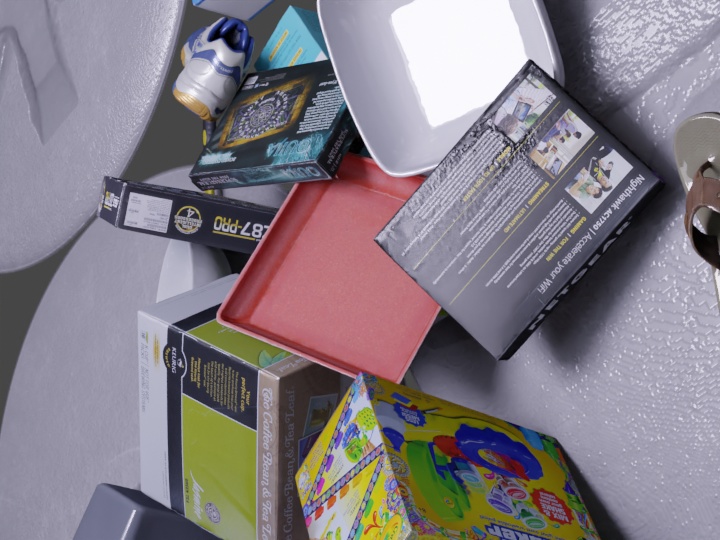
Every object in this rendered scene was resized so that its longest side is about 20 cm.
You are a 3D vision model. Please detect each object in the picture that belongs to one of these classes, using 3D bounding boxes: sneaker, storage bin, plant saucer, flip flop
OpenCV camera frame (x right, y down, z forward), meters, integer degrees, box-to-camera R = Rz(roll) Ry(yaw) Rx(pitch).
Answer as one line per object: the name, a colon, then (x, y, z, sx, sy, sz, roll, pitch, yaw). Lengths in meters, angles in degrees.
sneaker: (-0.140, -0.226, 1.631, 0.088, 0.075, 0.201, -52, 18, 20)
storage bin: (-0.218, 0.302, 1.608, 0.145, 0.199, 0.136, 19, 88, 47)
plant saucer: (0.000, 0.000, 1.392, 0.198, 0.037, 0.201, 19, 68, 30)
flip flop: (0.281, -0.029, 1.193, 0.081, 0.057, 0.202, -23, 69, 43)

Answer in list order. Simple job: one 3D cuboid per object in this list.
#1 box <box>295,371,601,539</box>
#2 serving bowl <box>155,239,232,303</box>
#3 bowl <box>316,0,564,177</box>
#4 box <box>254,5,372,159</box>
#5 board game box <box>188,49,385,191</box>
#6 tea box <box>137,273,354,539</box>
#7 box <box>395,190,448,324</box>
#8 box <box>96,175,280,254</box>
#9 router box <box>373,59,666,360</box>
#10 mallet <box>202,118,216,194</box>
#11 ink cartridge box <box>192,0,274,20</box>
box: (0.073, 0.210, 1.246, 0.123, 0.198, 0.193, -58, 28, 24)
serving bowl: (-0.169, 0.059, 1.643, 0.200, 0.065, 0.203, -175, 90, -73)
bowl: (0.079, -0.200, 1.380, 0.198, 0.074, 0.202, -23, 85, 27)
box: (-0.032, -0.169, 1.558, 0.083, 0.049, 0.201, -54, 49, 28)
board game box: (-0.070, -0.141, 1.493, 0.199, 0.028, 0.136, -1, 53, 48)
tea box: (-0.101, 0.137, 1.476, 0.196, 0.133, 0.202, 23, 121, 38)
box: (0.005, 0.021, 1.495, 0.200, 0.047, 0.123, -36, 61, 39)
box: (-0.150, -0.051, 1.527, 0.161, 0.198, 0.050, -153, 74, -72)
router box: (0.130, -0.048, 1.287, 0.149, 0.051, 0.200, 44, 101, 14)
mallet: (-0.172, -0.116, 1.719, 0.066, 0.041, 0.202, -28, 61, 44)
ink cartridge box: (-0.123, -0.394, 1.660, 0.144, 0.084, 0.202, -30, 63, 41)
